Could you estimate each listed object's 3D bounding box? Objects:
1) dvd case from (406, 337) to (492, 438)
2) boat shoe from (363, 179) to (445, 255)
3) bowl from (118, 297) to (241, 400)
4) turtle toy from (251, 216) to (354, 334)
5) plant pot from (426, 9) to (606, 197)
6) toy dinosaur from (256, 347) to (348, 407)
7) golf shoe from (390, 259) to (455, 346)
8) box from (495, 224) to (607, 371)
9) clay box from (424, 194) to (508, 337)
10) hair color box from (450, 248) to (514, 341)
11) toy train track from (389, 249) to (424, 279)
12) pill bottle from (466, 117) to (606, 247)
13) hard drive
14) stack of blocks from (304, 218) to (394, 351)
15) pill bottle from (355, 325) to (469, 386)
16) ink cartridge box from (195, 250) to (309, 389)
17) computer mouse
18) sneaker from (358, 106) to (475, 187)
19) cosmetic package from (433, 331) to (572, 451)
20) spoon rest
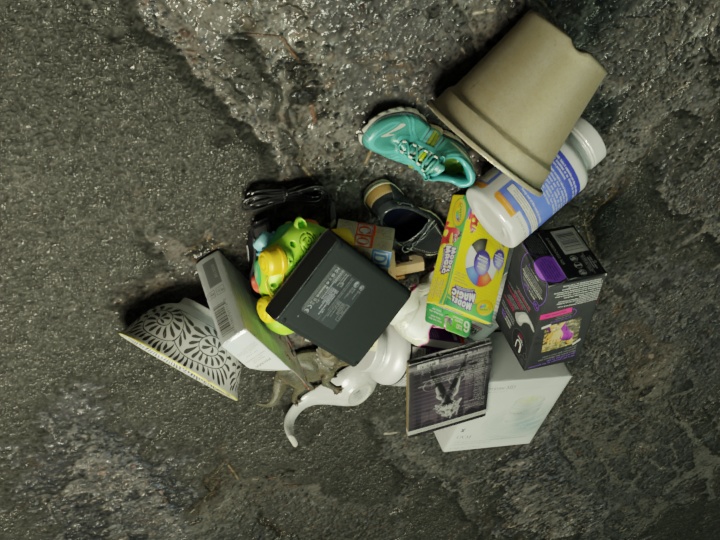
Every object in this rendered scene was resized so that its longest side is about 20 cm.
[{"bbox_3d":[0.147,0.200,1.761,0.147,0.016,0.201,-14,136,-11],"label":"dvd case"},{"bbox_3d":[0.075,-0.066,1.579,0.074,0.063,0.200,-38,140,13],"label":"boat shoe"},{"bbox_3d":[-0.245,0.102,1.538,0.095,0.200,0.201,-60,140,-12],"label":"bowl"},{"bbox_3d":[-0.096,0.010,1.468,0.145,0.101,0.202,-16,129,-32],"label":"turtle toy"},{"bbox_3d":[0.220,-0.233,1.390,0.200,0.201,0.184,26,109,-43],"label":"plant pot"},{"bbox_3d":[-0.089,0.167,1.755,0.198,0.077,0.103,-17,123,12],"label":"toy dinosaur"},{"bbox_3d":[0.125,0.038,1.656,0.200,0.092,0.075,-41,-178,-20],"label":"golf shoe"},{"bbox_3d":[0.301,0.045,1.673,0.105,0.123,0.201,-10,138,-17],"label":"box"},{"bbox_3d":[0.169,-0.003,1.614,0.114,0.047,0.202,21,79,-41],"label":"clay box"},{"bbox_3d":[0.232,0.027,1.762,0.099,0.061,0.200,25,119,-42],"label":"hair color box"},{"bbox_3d":[0.000,0.000,1.635,0.198,0.033,0.115,-12,145,-4],"label":"toy train track"},{"bbox_3d":[0.263,-0.137,1.542,0.199,0.112,0.112,-39,141,-8],"label":"pill bottle"},{"bbox_3d":[-0.025,0.043,1.451,0.140,0.033,0.200,-52,138,2],"label":"hard drive"},{"bbox_3d":[-0.018,0.023,1.565,0.114,0.059,0.202,9,130,1],"label":"stack of blocks"},{"bbox_3d":[0.085,0.141,1.769,0.198,0.113,0.113,10,129,-34],"label":"pill bottle"},{"bbox_3d":[-0.158,0.084,1.544,0.047,0.161,0.200,-31,140,6],"label":"ink cartridge box"},{"bbox_3d":[-0.103,-0.051,1.521,0.139,0.046,0.202,-13,130,-14],"label":"computer mouse"},{"bbox_3d":[0.086,-0.169,1.458,0.198,0.080,0.078,14,127,-36],"label":"sneaker"},{"bbox_3d":[0.249,0.222,1.936,0.197,0.124,0.201,-1,133,-26],"label":"cosmetic package"},{"bbox_3d":[-0.054,0.226,1.846,0.199,0.061,0.100,-34,143,-10],"label":"spoon rest"}]
